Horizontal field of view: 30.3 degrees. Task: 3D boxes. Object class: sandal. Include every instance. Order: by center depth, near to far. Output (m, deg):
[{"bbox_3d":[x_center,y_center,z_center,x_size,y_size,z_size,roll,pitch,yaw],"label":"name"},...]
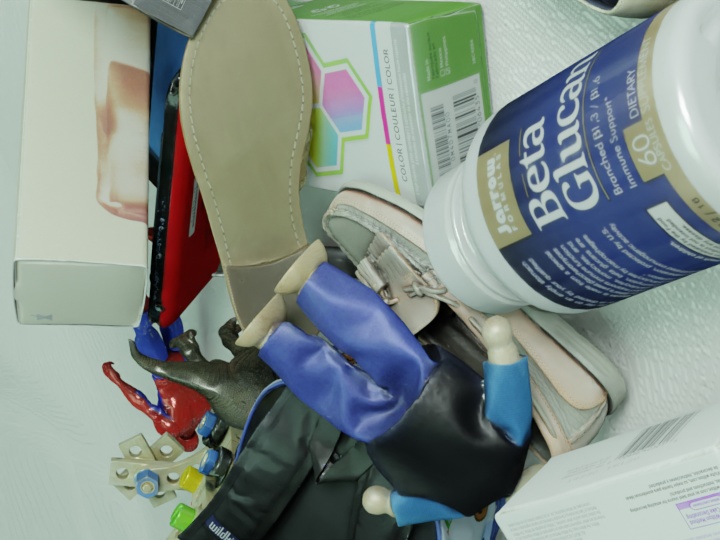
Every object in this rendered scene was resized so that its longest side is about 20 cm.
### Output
[{"bbox_3d":[-0.065,-0.058,0.784,0.070,0.077,0.214,-174,76,-79],"label":"sandal"}]

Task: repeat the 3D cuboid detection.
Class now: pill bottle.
[{"bbox_3d":[0.117,-0.043,0.627,0.200,0.110,0.112,-28,86,53],"label":"pill bottle"}]

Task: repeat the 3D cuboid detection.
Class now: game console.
[{"bbox_3d":[-0.138,-0.095,0.924,0.118,0.173,0.201,20,128,12],"label":"game console"}]

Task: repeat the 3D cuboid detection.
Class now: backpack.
[{"bbox_3d":[0.007,0.142,0.829,0.199,0.154,0.192,32,134,20],"label":"backpack"}]

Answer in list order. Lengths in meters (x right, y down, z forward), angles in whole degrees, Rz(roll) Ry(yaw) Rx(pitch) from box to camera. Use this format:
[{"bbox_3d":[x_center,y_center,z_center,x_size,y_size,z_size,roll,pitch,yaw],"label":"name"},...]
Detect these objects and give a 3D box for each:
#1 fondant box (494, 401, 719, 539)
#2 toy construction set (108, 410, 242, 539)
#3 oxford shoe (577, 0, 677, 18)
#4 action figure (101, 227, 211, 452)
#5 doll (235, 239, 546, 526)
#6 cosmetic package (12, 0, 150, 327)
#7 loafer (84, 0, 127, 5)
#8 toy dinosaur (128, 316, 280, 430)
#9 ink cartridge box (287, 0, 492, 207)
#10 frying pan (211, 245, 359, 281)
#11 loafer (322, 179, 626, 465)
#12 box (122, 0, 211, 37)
[{"bbox_3d":[0.173,0.168,0.613,0.144,0.058,0.201,-29,93,49],"label":"fondant box"},{"bbox_3d":[-0.123,0.179,0.991,0.132,0.092,0.200,-59,30,14],"label":"toy construction set"},{"bbox_3d":[0.080,-0.190,0.631,0.200,0.073,0.071,44,137,28],"label":"oxford shoe"},{"bbox_3d":[-0.173,0.058,1.068,0.098,0.065,0.202,19,132,40],"label":"action figure"},{"bbox_3d":[0.034,0.071,0.700,0.200,0.048,0.137,40,114,2],"label":"doll"},{"bbox_3d":[-0.188,-0.073,0.904,0.104,0.086,0.202,119,152,-62],"label":"cosmetic package"},{"bbox_3d":[-0.184,-0.246,0.936,0.073,0.071,0.201,44,138,28],"label":"loafer"},{"bbox_3d":[-0.075,0.083,0.928,0.102,0.077,0.200,46,-179,44],"label":"toy dinosaur"},{"bbox_3d":[-0.011,-0.106,0.800,0.199,0.059,0.105,15,120,48],"label":"ink cartridge box"},{"bbox_3d":[-0.014,0.000,0.821,0.189,0.114,0.031,1,89,50],"label":"frying pan"},{"bbox_3d":[0.053,0.028,0.737,0.199,0.063,0.072,37,157,9],"label":"loafer"},{"bbox_3d":[-0.107,-0.254,0.762,0.158,0.048,0.201,34,99,43],"label":"box"}]
